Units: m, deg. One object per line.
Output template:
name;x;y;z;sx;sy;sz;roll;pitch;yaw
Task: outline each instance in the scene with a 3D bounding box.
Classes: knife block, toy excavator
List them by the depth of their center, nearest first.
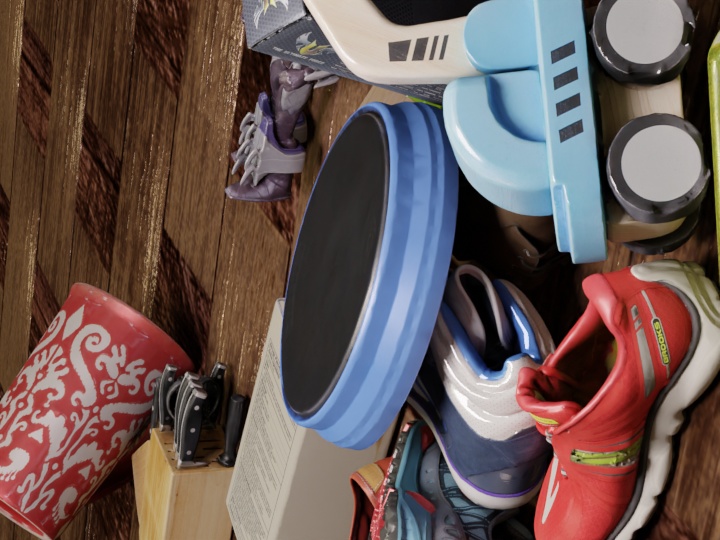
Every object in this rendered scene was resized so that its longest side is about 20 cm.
toy excavator;0.059;-0.096;0.957;0.100;0.199;0.195;59;-155;-79
knife block;-0.140;0.184;1.691;0.176;0.064;0.201;140;126;-64

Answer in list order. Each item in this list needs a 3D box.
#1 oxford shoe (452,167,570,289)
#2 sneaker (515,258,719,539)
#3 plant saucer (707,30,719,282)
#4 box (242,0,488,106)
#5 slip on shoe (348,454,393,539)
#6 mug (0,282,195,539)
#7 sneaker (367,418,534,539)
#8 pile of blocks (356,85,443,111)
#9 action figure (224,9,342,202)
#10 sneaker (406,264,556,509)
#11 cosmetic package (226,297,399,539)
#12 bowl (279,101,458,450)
oxford shoe;0.101;-0.035;1.091;0.200;0.072;0.085;-5;104;70
sneaker;0.115;0.071;1.016;0.077;0.085;0.201;-114;32;-46
plant saucer;0.205;-0.037;0.835;0.200;0.048;0.201;167;101;-68
box;0.016;-0.180;1.104;0.051;0.199;0.158;-23;66;41
slip on shoe;0.014;0.216;1.309;0.074;0.061;0.201;-147;58;-62
mug;-0.242;0.143;1.770;0.200;0.177;0.133;-55;25;-17
sneaker;0.054;0.157;1.181;0.200;0.095;0.080;-74;3;-70
pile of blocks;0.046;-0.150;1.239;0.062;0.082;0.201;8;-90;-69
action figure;-0.049;-0.150;1.448;0.130;0.069;0.201;-112;33;-52
sneaker;0.055;0.025;1.137;0.147;0.080;0.200;91;156;-50
cosmetic package;-0.034;0.126;1.412;0.105;0.071;0.201;-113;31;-45
bowl;0.000;0.000;1.132;0.201;0.039;0.202;-167;90;-74
